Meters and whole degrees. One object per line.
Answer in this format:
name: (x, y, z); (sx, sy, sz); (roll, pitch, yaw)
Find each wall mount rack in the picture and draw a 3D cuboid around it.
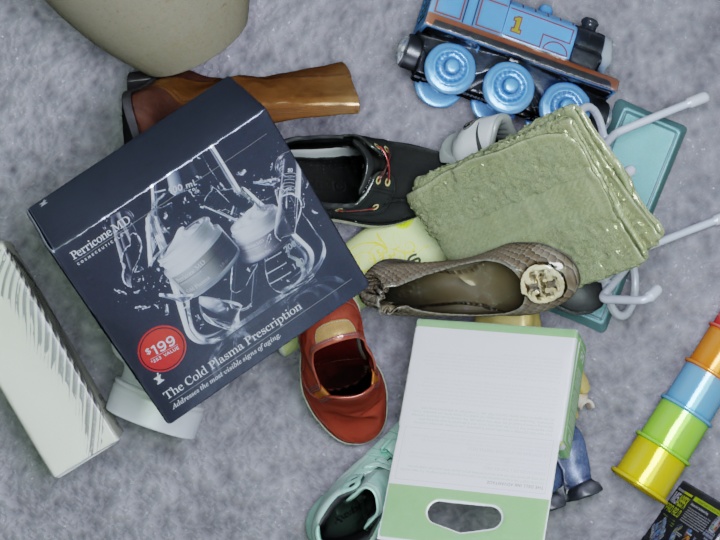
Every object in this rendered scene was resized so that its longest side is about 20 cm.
wall mount rack: (0.250, -0.063, 1.720); (0.074, 0.174, 0.201); (0, 118, 34)

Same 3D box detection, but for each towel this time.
towel: (0.144, -0.045, 1.660); (0.200, 0.036, 0.149); (-25, 101, 38)

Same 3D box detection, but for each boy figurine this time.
boy figurine: (0.145, 0.112, 1.747); (0.124, 0.064, 0.201); (-19, 91, -24)

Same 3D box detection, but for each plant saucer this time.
plant saucer: (0.225, -0.049, 1.776); (0.070, 0.019, 0.201); (22, 91, -3)

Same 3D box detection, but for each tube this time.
tube: (0.000, 0.000, 1.751); (0.199, 0.052, 0.058); (-33, 126, -9)

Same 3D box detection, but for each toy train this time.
toy train: (0.133, -0.186, 1.736); (0.199, 0.087, 0.115); (18, 82, -5)

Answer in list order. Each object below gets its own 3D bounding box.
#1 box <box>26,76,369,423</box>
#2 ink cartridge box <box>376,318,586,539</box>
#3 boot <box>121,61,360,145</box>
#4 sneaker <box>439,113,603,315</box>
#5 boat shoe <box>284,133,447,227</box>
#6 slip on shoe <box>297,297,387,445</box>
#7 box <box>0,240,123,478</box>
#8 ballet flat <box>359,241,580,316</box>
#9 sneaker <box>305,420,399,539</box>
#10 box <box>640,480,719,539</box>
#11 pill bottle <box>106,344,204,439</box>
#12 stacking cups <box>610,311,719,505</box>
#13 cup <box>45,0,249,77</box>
box: (-0.129, -0.017, 1.576); (0.200, 0.104, 0.183); (-35, 117, -6)
ink cartridge box: (0.103, 0.142, 1.660); (0.145, 0.048, 0.201); (4, 68, 18)
boot: (-0.100, -0.126, 1.680); (0.199, 0.188, 0.069); (-2, 108, -2)
sneaker: (0.155, -0.049, 1.711); (0.200, 0.088, 0.074); (50, 55, -5)
boat shoe: (-0.001, -0.079, 1.706); (0.200, 0.063, 0.074); (-2, 76, -28)
slip on shoe: (-0.014, 0.093, 1.694); (0.074, 0.200, 0.061); (-16, 50, -4)
box: (-0.285, 0.076, 1.721); (0.068, 0.082, 0.201); (-31, 94, -3)
ballet flat: (0.087, 0.014, 1.670); (0.199, 0.046, 0.068); (-2, 114, 26)
sneaker: (0.038, 0.179, 1.720); (0.200, 0.118, 0.074); (-42, 91, -3)
box: (0.268, 0.268, 1.693); (0.044, 0.200, 0.161); (36, 89, -3)
pill bottle: (-0.149, 0.038, 1.711); (0.111, 0.111, 0.201); (19, 91, -3)
stacking cups: (0.300, 0.110, 1.769); (0.060, 0.061, 0.200); (34, 84, -3)
cup: (-0.171, -0.251, 1.680); (0.200, 0.200, 0.144); (-30, 118, -2)
